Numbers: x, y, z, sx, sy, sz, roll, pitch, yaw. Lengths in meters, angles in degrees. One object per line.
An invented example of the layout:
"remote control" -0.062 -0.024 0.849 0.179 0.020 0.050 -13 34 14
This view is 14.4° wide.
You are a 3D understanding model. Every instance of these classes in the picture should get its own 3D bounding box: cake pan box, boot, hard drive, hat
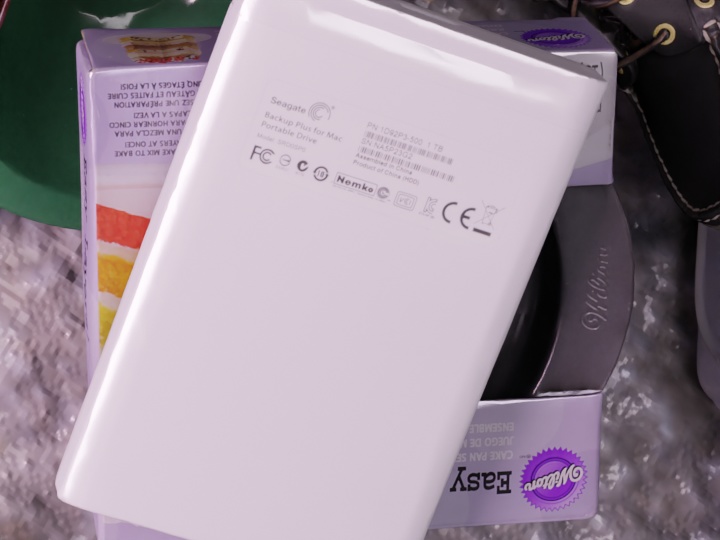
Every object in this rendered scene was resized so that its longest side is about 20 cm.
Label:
"cake pan box" -0.002 0.005 1.034 0.198 0.052 0.186 -2 111 -10
"boot" 0.081 -0.110 1.086 0.150 0.073 0.202 -1 73 -41
"hard drive" -0.011 0.005 0.992 0.131 0.026 0.201 18 105 -16
"hat" -0.090 -0.145 1.079 0.165 0.177 0.201 13 127 -23

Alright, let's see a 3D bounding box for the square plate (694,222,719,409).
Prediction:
"square plate" 0.175 -0.035 1.106 0.028 0.200 0.200 3 93 -18
